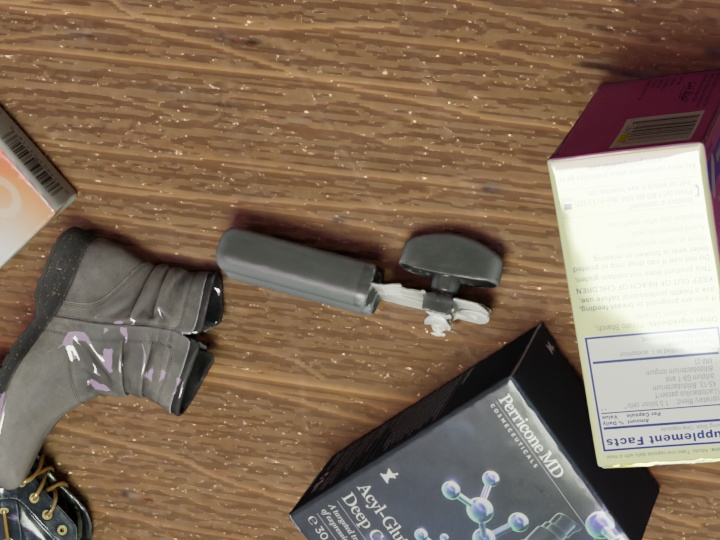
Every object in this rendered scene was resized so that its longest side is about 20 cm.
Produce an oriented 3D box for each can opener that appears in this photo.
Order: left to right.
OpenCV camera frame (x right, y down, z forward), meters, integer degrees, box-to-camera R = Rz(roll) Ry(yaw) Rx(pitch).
[{"bbox_3d":[0.000,0.000,1.494,0.198,0.053,0.067,10,77,11],"label":"can opener"}]

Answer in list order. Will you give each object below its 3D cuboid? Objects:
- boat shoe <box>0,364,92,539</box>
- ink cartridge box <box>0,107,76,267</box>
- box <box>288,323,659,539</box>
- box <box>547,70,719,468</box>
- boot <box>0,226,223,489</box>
[{"bbox_3d":[-0.247,0.163,1.612,0.090,0.071,0.202,7,116,10],"label":"boat shoe"},{"bbox_3d":[-0.327,-0.050,1.568,0.200,0.050,0.162,-41,94,21],"label":"ink cartridge box"},{"bbox_3d":[0.080,0.160,1.488,0.199,0.107,0.149,-34,96,23],"label":"box"},{"bbox_3d":[0.195,-0.004,1.357,0.096,0.176,0.201,-5,107,18],"label":"box"},{"bbox_3d":[-0.182,0.078,1.527,0.131,0.070,0.201,21,91,10],"label":"boot"}]
